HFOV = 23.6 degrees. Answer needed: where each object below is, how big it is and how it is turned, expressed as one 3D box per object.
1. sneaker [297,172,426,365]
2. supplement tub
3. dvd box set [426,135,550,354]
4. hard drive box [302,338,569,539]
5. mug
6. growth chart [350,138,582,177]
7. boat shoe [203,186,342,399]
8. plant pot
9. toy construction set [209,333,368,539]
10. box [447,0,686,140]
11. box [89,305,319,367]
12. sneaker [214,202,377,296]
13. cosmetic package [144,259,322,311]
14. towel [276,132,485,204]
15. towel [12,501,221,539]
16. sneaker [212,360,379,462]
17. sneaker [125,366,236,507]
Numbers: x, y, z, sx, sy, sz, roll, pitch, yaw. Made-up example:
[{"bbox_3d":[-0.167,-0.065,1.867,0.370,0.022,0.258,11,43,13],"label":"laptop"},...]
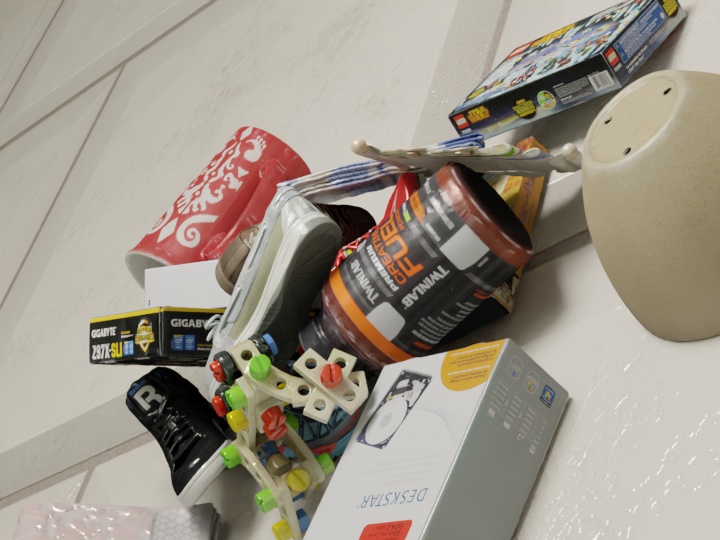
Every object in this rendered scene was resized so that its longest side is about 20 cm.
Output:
[{"bbox_3d":[0.000,0.000,1.532,0.077,0.084,0.201,-111,45,-75],"label":"sneaker"},{"bbox_3d":[0.041,0.011,1.435,0.200,0.107,0.107,-44,25,15],"label":"supplement tub"},{"bbox_3d":[0.095,-0.018,1.556,0.146,0.029,0.201,-28,32,41],"label":"dvd box set"},{"bbox_3d":[0.053,0.163,1.312,0.155,0.077,0.201,-17,39,50],"label":"hard drive box"},{"bbox_3d":[-0.133,-0.046,1.880,0.177,0.134,0.201,12,58,43],"label":"mug"},{"bbox_3d":[0.100,-0.095,1.457,0.145,0.198,0.018,18,-106,-77],"label":"growth chart"},{"bbox_3d":[-0.084,0.026,1.475,0.065,0.074,0.203,45,123,31],"label":"boat shoe"},{"bbox_3d":[0.240,-0.068,1.269,0.200,0.134,0.201,-38,27,23],"label":"plant pot"},{"bbox_3d":[-0.066,0.127,1.426,0.092,0.132,0.201,-19,-29,-31],"label":"toy construction set"},{"bbox_3d":[0.190,-0.189,1.595,0.199,0.040,0.137,-19,20,47],"label":"box"},{"bbox_3d":[-0.134,0.065,1.621,0.159,0.198,0.050,-7,81,58],"label":"box"},{"bbox_3d":[-0.042,-0.027,1.567,0.199,0.071,0.076,-25,-19,-45],"label":"sneaker"},{"bbox_3d":[-0.102,0.019,1.686,0.199,0.150,0.052,-6,85,55],"label":"cosmetic package"},{"bbox_3d":[0.023,-0.087,1.613,0.198,0.024,0.147,-14,-4,4],"label":"towel"},{"bbox_3d":[-0.222,0.278,1.516,0.189,0.032,0.201,-1,35,0],"label":"towel"},{"bbox_3d":[-0.062,0.120,1.537,0.199,0.095,0.080,-20,37,46],"label":"sneaker"},{"bbox_3d":[-0.175,0.149,1.599,0.073,0.112,0.200,-48,5,3],"label":"sneaker"}]
